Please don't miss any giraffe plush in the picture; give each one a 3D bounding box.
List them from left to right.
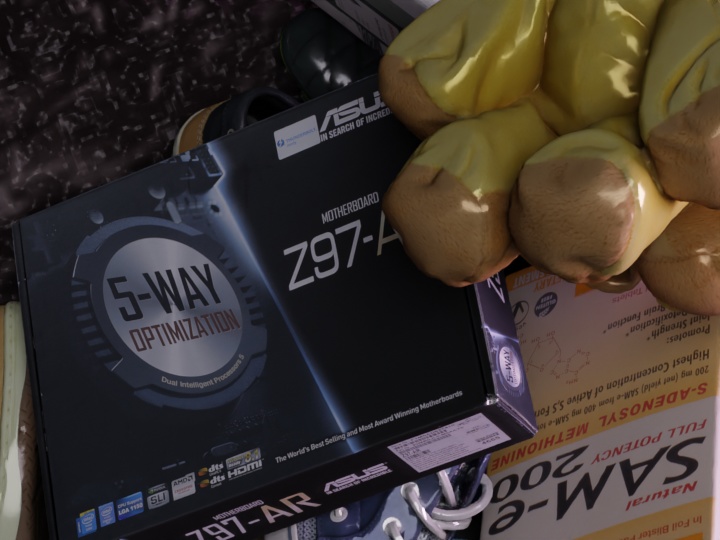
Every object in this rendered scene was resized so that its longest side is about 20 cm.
[{"bbox_3d":[0.114,-0.049,1.063,0.162,0.172,0.201,52,43,-42],"label":"giraffe plush"}]

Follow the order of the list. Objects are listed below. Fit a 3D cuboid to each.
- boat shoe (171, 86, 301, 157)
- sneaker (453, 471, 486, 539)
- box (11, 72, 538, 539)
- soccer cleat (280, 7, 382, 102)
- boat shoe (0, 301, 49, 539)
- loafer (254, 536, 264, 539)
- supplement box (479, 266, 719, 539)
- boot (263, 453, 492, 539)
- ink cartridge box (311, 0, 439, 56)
[{"bbox_3d":[0.000,0.000,1.203,0.200,0.062,0.075,48,51,-1],"label":"boat shoe"},{"bbox_3d":[0.012,0.155,1.187,0.200,0.073,0.082,-31,89,-29],"label":"sneaker"},{"bbox_3d":[-0.039,0.022,1.117,0.199,0.044,0.161,-20,60,18],"label":"box"},{"bbox_3d":[0.060,-0.066,1.212,0.200,0.081,0.068,32,48,-7],"label":"soccer cleat"},{"bbox_3d":[-0.169,0.112,1.170,0.076,0.072,0.201,1,82,6],"label":"boat shoe"},{"bbox_3d":[-0.067,0.134,1.174,0.076,0.067,0.201,17,82,-8],"label":"loafer"},{"bbox_3d":[0.120,0.079,1.147,0.073,0.126,0.201,36,46,-35],"label":"supplement box"},{"bbox_3d":[0.013,0.104,1.111,0.090,0.073,0.201,-25,61,29],"label":"boot"},{"bbox_3d":[0.041,-0.168,1.178,0.200,0.084,0.146,39,74,19],"label":"ink cartridge box"}]
